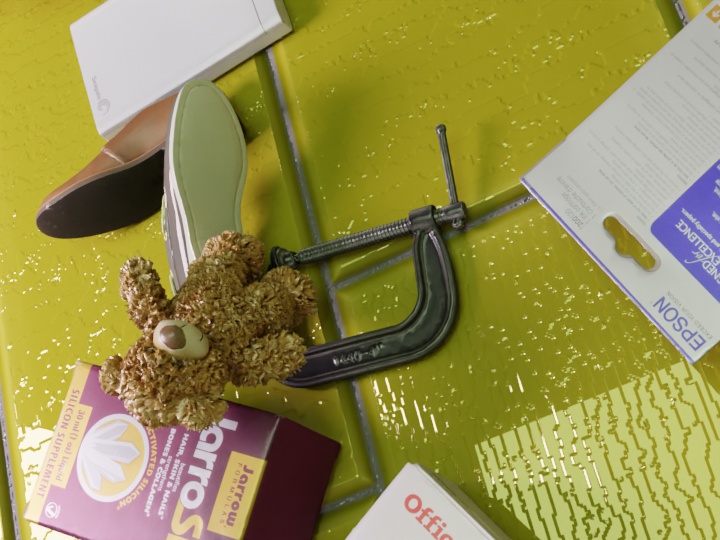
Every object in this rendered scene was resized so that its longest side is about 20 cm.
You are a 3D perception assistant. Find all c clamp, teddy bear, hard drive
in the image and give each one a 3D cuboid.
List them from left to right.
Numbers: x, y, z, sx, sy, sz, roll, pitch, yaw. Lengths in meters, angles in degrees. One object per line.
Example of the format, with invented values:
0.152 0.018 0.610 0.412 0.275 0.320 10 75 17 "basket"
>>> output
-0.166 -0.219 1.224 0.199 0.027 0.133 -29 61 16 "hard drive"
-0.104 0.034 0.987 0.145 0.199 0.067 51 131 13 "teddy bear"
0.000 0.000 1.063 0.199 0.027 0.172 -21 69 18 "c clamp"

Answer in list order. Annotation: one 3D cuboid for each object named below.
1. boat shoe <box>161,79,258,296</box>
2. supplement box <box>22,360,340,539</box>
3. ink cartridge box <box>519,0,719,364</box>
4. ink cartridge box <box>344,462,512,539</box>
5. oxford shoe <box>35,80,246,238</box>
-0.129 -0.051 1.098 0.060 0.072 0.204 -16 80 53 "boat shoe"
-0.135 0.160 1.026 0.199 0.103 0.132 10 76 29 "supplement box"
0.244 -0.064 0.942 0.200 0.043 0.198 -42 59 6 "ink cartridge box"
0.033 0.255 0.915 0.200 0.084 0.146 -50 58 3 "ink cartridge box"
-0.195 -0.095 1.175 0.199 0.071 0.072 -30 56 3 "oxford shoe"
